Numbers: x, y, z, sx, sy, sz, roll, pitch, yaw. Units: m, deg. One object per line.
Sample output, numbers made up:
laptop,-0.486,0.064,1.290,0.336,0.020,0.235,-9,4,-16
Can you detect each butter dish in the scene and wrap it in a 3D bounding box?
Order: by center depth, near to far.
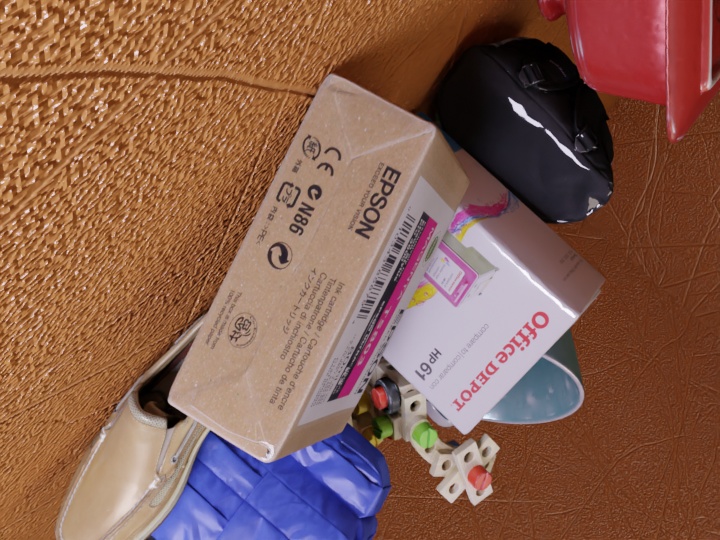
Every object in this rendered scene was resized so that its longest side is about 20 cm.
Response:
butter dish,0.206,-0.217,0.710,0.199,0.146,0.203,-38,126,-50

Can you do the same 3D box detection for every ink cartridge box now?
ink cartridge box,-0.015,0.004,0.565,0.202,0.074,0.165,-64,166,3
ink cartridge box,0.065,0.002,0.722,0.145,0.200,0.085,-53,171,32

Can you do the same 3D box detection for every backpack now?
backpack,-0.085,0.170,0.726,0.169,0.199,0.163,-56,168,-11
backpack,0.147,-0.126,0.800,0.154,0.163,0.200,-44,-176,40

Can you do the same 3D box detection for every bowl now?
bowl,0.134,0.068,0.954,0.201,0.198,0.106,118,-11,-61

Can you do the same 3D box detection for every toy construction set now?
toy construction set,0.028,0.127,0.807,0.091,0.199,0.133,-24,123,-36

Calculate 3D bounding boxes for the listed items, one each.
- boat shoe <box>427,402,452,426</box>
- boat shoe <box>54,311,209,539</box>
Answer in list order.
boat shoe,0.100,0.070,1.059,0.070,0.203,0.090,5,157,-44
boat shoe,-0.138,0.101,0.611,0.201,0.071,0.076,-57,166,-13
